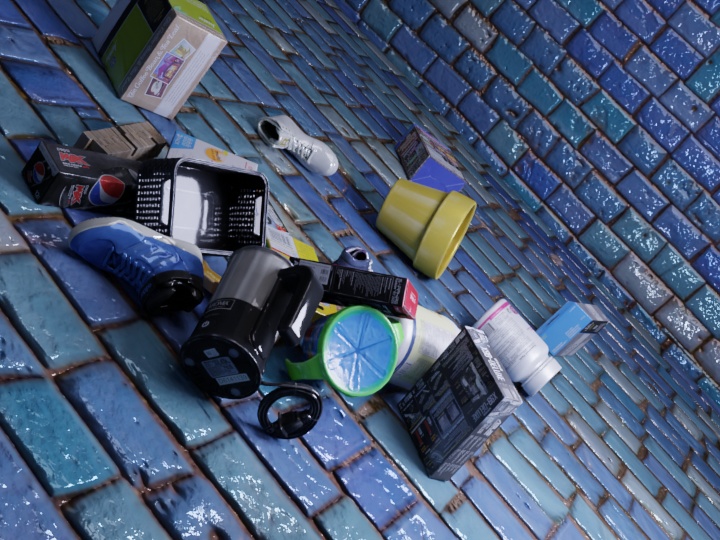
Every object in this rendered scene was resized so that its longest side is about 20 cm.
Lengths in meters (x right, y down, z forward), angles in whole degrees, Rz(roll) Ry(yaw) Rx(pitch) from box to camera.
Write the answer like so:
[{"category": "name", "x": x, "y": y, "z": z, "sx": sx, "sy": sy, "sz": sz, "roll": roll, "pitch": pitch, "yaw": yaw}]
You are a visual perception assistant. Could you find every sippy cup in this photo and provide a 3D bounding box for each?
[{"category": "sippy cup", "x": -0.027, "y": 0.122, "z": 1.464, "sx": 0.175, "sy": 0.143, "sz": 0.130, "roll": 20, "pitch": -9, "yaw": -25}]

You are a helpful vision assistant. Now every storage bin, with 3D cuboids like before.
[{"category": "storage bin", "x": -0.245, "y": -0.095, "z": 1.454, "sx": 0.092, "sy": 0.139, "sz": 0.198, "roll": 2, "pitch": -2, "yaw": 38}]

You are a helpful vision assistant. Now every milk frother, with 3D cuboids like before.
[{"category": "milk frother", "x": -0.128, "y": 0.104, "z": 1.309, "sx": 0.190, "sy": 0.176, "sz": 0.203, "roll": -68, "pitch": 154, "yaw": -47}]

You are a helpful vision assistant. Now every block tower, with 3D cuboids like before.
[{"category": "block tower", "x": -0.396, "y": -0.200, "z": 1.539, "sx": 0.058, "sy": 0.054, "sz": 0.200, "roll": 43, "pitch": 22, "yaw": 5}]

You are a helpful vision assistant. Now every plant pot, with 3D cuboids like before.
[{"category": "plant pot", "x": 0.143, "y": -0.113, "z": 2.163, "sx": 0.187, "sy": 0.204, "sz": 0.201, "roll": 30, "pitch": 20, "yaw": 10}]

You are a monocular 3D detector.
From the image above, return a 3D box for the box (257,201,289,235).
[{"category": "box", "x": -0.229, "y": -0.137, "z": 1.736, "sx": 0.136, "sy": 0.040, "sz": 0.201, "roll": 13, "pitch": 36, "yaw": -50}]

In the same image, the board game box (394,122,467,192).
[{"category": "board game box", "x": 0.205, "y": -0.313, "z": 2.748, "sx": 0.158, "sy": 0.097, "sz": 0.202, "roll": 30, "pitch": 25, "yaw": -29}]

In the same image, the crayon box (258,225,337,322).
[{"category": "crayon box", "x": -0.118, "y": 0.017, "z": 1.632, "sx": 0.126, "sy": 0.051, "sz": 0.202, "roll": 26, "pitch": 27, "yaw": -36}]

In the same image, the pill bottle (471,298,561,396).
[{"category": "pill bottle", "x": 0.345, "y": 0.173, "z": 2.073, "sx": 0.201, "sy": 0.114, "sz": 0.113, "roll": 48, "pitch": 22, "yaw": 12}]

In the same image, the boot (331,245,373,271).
[{"category": "boot", "x": 0.000, "y": 0.000, "z": 1.816, "sx": 0.073, "sy": 0.091, "sz": 0.199, "roll": 48, "pitch": 22, "yaw": 15}]

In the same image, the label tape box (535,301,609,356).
[{"category": "label tape box", "x": 0.543, "y": 0.154, "z": 2.418, "sx": 0.198, "sy": 0.144, "sz": 0.064, "roll": 7, "pitch": 42, "yaw": -55}]

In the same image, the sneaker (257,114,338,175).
[{"category": "sneaker", "x": -0.149, "y": -0.279, "z": 2.109, "sx": 0.199, "sy": 0.074, "sz": 0.115, "roll": 38, "pitch": 21, "yaw": 14}]

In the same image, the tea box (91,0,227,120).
[{"category": "tea box", "x": -0.390, "y": -0.442, "z": 1.799, "sx": 0.132, "sy": 0.200, "sz": 0.198, "roll": 17, "pitch": 34, "yaw": -48}]

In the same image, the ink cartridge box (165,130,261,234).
[{"category": "ink cartridge box", "x": -0.246, "y": -0.151, "z": 1.616, "sx": 0.196, "sy": 0.068, "sz": 0.116, "roll": 22, "pitch": 36, "yaw": -15}]

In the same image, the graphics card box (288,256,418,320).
[{"category": "graphics card box", "x": -0.012, "y": 0.029, "z": 1.474, "sx": 0.195, "sy": 0.052, "sz": 0.125, "roll": 9, "pitch": -9, "yaw": 13}]

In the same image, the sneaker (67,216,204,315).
[{"category": "sneaker", "x": -0.306, "y": 0.001, "z": 1.294, "sx": 0.197, "sy": 0.077, "sz": 0.113, "roll": 18, "pitch": 39, "yaw": -34}]

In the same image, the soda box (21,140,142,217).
[{"category": "soda box", "x": -0.399, "y": -0.133, "z": 1.397, "sx": 0.071, "sy": 0.064, "sz": 0.198, "roll": 52, "pitch": 24, "yaw": 24}]

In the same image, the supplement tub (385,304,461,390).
[{"category": "supplement tub", "x": 0.093, "y": 0.136, "z": 1.654, "sx": 0.198, "sy": 0.145, "sz": 0.146, "roll": 24, "pitch": 28, "yaw": -40}]

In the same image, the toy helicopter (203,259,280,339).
[{"category": "toy helicopter", "x": -0.203, "y": 0.045, "z": 1.433, "sx": 0.198, "sy": 0.080, "sz": 0.132, "roll": 36, "pitch": 29, "yaw": 10}]

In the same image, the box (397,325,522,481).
[{"category": "box", "x": 0.159, "y": 0.219, "z": 1.540, "sx": 0.049, "sy": 0.201, "sz": 0.159, "roll": 18, "pitch": 30, "yaw": -37}]
